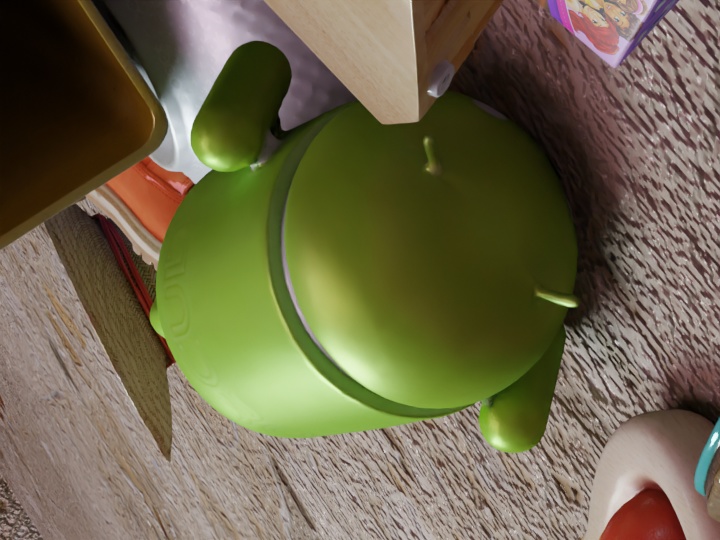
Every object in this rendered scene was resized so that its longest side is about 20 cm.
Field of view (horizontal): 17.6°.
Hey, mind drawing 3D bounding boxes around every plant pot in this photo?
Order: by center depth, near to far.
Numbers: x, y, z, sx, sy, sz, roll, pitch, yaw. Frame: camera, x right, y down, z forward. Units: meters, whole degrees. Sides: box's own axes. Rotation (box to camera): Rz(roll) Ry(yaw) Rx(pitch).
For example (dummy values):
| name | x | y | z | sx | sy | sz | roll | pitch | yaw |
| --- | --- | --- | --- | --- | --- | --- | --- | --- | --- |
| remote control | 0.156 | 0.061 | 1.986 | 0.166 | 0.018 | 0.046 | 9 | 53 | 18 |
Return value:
| name | x | y | z | sx | sy | sz | roll | pitch | yaw |
| --- | --- | --- | --- | --- | --- | --- | --- | --- | --- |
| plant pot | -0.225 | -0.103 | 0.953 | 0.200 | 0.200 | 0.176 | 58 | 177 | -23 |

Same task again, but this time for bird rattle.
| name | x | y | z | sx | sy | sz | roll | pitch | yaw |
| --- | --- | --- | --- | --- | --- | --- | --- | --- | --- |
| bird rattle | 0.114 | 0.125 | 0.807 | 0.200 | 0.113 | 0.163 | 89 | 163 | -54 |

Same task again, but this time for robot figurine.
| name | x | y | z | sx | sy | sz | roll | pitch | yaw |
| --- | --- | --- | --- | --- | --- | --- | --- | --- | --- |
| robot figurine | 0.000 | 0.000 | 0.856 | 0.175 | 0.116 | 0.200 | 46 | 153 | -14 |

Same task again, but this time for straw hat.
| name | x | y | z | sx | sy | sz | roll | pitch | yaw |
| --- | --- | --- | --- | --- | --- | --- | --- | --- | --- |
| straw hat | -0.111 | 0.002 | 1.293 | 0.201 | 0.085 | 0.201 | 155 | 90 | -86 |

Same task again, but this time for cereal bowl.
| name | x | y | z | sx | sy | sz | roll | pitch | yaw |
| --- | --- | --- | --- | --- | --- | --- | --- | --- | --- |
| cereal bowl | -0.066 | -0.101 | 0.981 | 0.200 | 0.083 | 0.200 | 54 | 164 | 23 |

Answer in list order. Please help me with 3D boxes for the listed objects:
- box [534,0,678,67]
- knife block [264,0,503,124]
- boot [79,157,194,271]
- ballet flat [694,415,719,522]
| name | x | y | z | sx | sy | sz | roll | pitch | yaw |
| --- | --- | --- | --- | --- | --- | --- | --- | --- | --- |
| box | 0.046 | -0.144 | 0.580 | 0.137 | 0.039 | 0.200 | 41 | 161 | 7 |
| knife block | -0.044 | -0.141 | 0.571 | 0.175 | 0.064 | 0.200 | 29 | 158 | 17 |
| boot | -0.080 | -0.062 | 1.101 | 0.200 | 0.075 | 0.107 | 31 | 122 | 25 |
| ballet flat | 0.138 | 0.028 | 0.642 | 0.072 | 0.068 | 0.200 | 32 | 149 | 21 |
